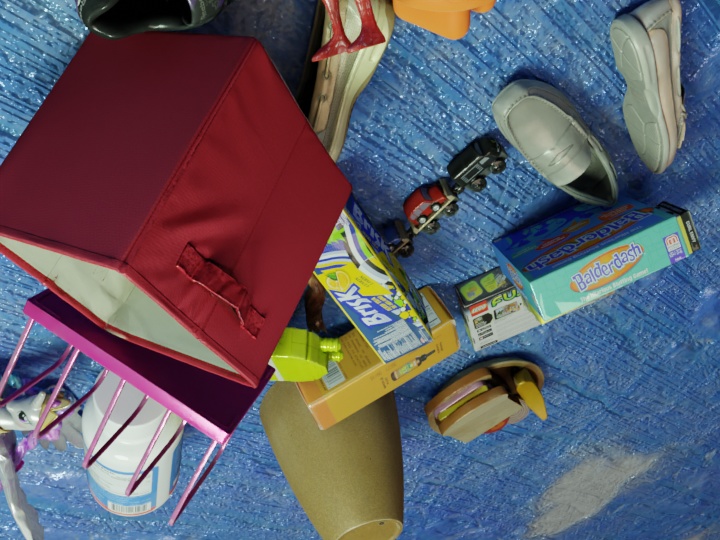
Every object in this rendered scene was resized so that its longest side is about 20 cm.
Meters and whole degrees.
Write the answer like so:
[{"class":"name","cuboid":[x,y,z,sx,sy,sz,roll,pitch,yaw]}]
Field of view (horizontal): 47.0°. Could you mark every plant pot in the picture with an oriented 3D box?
[{"class":"plant pot","cuboid":[-0.017,0.243,1.045,0.182,0.202,0.188,-13,141,-11]}]

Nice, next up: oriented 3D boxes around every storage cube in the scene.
[{"class":"storage cube","cuboid":[-0.136,-0.048,0.610,0.197,0.182,0.171,12,156,32]}]

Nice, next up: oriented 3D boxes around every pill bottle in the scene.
[{"class":"pill bottle","cuboid":[-0.252,0.184,0.924,0.110,0.114,0.202,-4,143,-20]}]

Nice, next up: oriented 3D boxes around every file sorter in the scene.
[{"class":"file sorter","cuboid":[-0.205,0.109,0.752,0.198,0.139,0.127,33,109,1]}]

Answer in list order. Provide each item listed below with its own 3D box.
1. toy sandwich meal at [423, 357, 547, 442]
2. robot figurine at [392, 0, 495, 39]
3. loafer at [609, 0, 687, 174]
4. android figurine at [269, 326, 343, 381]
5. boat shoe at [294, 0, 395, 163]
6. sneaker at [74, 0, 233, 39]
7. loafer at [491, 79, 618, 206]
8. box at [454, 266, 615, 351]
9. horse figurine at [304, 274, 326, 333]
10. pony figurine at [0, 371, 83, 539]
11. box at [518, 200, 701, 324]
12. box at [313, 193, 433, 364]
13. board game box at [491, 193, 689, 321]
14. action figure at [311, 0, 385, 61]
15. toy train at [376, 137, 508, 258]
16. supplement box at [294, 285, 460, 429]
[{"class":"toy sandwich meal","cuboid":[0.185,0.199,1.190,0.201,0.071,0.207,-13,141,-11]},{"class":"robot figurine","cuboid":[0.058,-0.262,0.560,0.141,0.118,0.202,-14,142,-5]},{"class":"loafer","cuboid":[0.295,-0.176,0.810,0.062,0.072,0.201,-32,138,3]},{"class":"android figurine","cuboid":[-0.116,0.087,0.886,0.195,0.042,0.183,-1,161,4]},{"class":"boat shoe","cuboid":[-0.039,-0.144,0.688,0.062,0.074,0.202,12,128,-26]},{"class":"sneaker","cuboid":[-0.099,-0.203,0.574,0.196,0.089,0.076,-17,142,-6]},{"class":"loafer","cuboid":[0.201,-0.123,0.822,0.198,0.071,0.070,23,123,-42]},{"class":"box","cuboid":[0.221,0.024,1.031,0.196,0.035,0.111,-22,141,1]},{"class":"horse figurine","cuboid":[-0.112,0.016,0.857,0.196,0.051,0.133,9,139,-30]},{"class":"pony figurine","cuboid":[-0.376,0.176,0.855,0.195,0.169,0.195,1,139,1]},{"class":"box","cuboid":[0.277,-0.010,0.942,0.197,0.075,0.051,-26,105,4]},{"class":"box","cuboid":[0.000,0.000,0.836,0.063,0.071,0.201,-27,127,12]},{"class":"board game box","cuboid":[0.228,-0.023,0.865,0.149,0.200,0.046,-25,103,3]},{"class":"action figure","cuboid":[-0.053,-0.232,0.517,0.098,0.065,0.204,-26,109,-36]},{"class":"toy train","cuboid":[0.069,-0.064,0.859,0.045,0.035,0.200,26,121,-39]},{"class":"supplement box","cuboid":[0.019,0.103,0.981,0.197,0.069,0.067,-28,143,-5]}]
